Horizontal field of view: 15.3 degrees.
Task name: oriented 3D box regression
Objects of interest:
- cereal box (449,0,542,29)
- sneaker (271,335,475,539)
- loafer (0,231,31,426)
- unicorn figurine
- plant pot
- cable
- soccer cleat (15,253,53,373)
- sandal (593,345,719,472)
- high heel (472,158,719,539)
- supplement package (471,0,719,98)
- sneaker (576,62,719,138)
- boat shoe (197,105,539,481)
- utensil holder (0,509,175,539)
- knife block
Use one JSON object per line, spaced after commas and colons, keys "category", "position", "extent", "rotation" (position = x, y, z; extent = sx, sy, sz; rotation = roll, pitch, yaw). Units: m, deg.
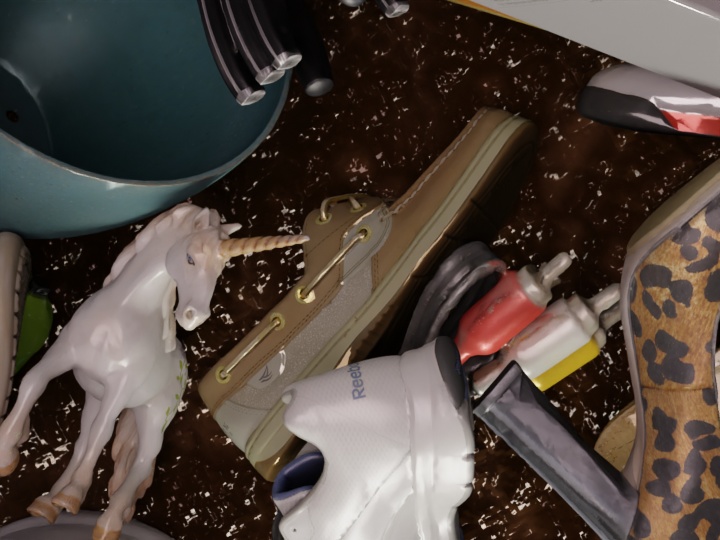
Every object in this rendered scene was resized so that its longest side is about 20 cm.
{"category": "cereal box", "position": [0.072, -0.210, 1.142], "extent": [0.144, 0.040, 0.200], "rotation": [17, 98, 6]}
{"category": "sneaker", "position": [0.005, 0.112, 1.181], "extent": [0.087, 0.075, 0.200], "rotation": [-4, 125, -4]}
{"category": "loafer", "position": [-0.195, 0.057, 1.171], "extent": [0.068, 0.076, 0.200], "rotation": [16, 131, -13]}
{"category": "unicorn figurine", "position": [-0.101, 0.043, 1.161], "extent": [0.074, 0.200, 0.137], "rotation": [29, 77, -4]}
{"category": "plant pot", "position": [-0.149, -0.093, 1.171], "extent": [0.200, 0.200, 0.135], "rotation": [51, 135, 1]}
{"category": "cable", "position": [0.030, 0.063, 1.196], "extent": [0.200, 0.097, 0.050], "rotation": [-47, 52, 6]}
{"category": "soccer cleat", "position": [-0.233, 0.004, 1.204], "extent": [0.200, 0.068, 0.081], "rotation": [25, 108, -27]}
{"category": "sandal", "position": [0.190, 0.040, 1.179], "extent": [0.212, 0.070, 0.078], "rotation": [-40, 89, 10]}
{"category": "high heel", "position": [0.164, 0.040, 1.142], "extent": [0.143, 0.071, 0.200], "rotation": [44, 101, -1]}
{"category": "supplement package", "position": [0.120, -0.150, 1.046], "extent": [0.200, 0.121, 0.120], "rotation": [19, 83, -24]}
{"category": "sneaker", "position": [0.197, -0.110, 1.167], "extent": [0.201, 0.067, 0.108], "rotation": [2, 95, 4]}
{"category": "boat shoe", "position": [0.000, 0.000, 1.200], "extent": [0.066, 0.074, 0.200], "rotation": [40, 95, 17]}
{"category": "utensil holder", "position": [-0.146, 0.204, 1.176], "extent": [0.170, 0.200, 0.170], "rotation": [1, 95, 8]}
{"category": "knife block", "position": [-0.052, -0.162, 1.133], "extent": [0.200, 0.064, 0.176], "rotation": [18, 95, 50]}
